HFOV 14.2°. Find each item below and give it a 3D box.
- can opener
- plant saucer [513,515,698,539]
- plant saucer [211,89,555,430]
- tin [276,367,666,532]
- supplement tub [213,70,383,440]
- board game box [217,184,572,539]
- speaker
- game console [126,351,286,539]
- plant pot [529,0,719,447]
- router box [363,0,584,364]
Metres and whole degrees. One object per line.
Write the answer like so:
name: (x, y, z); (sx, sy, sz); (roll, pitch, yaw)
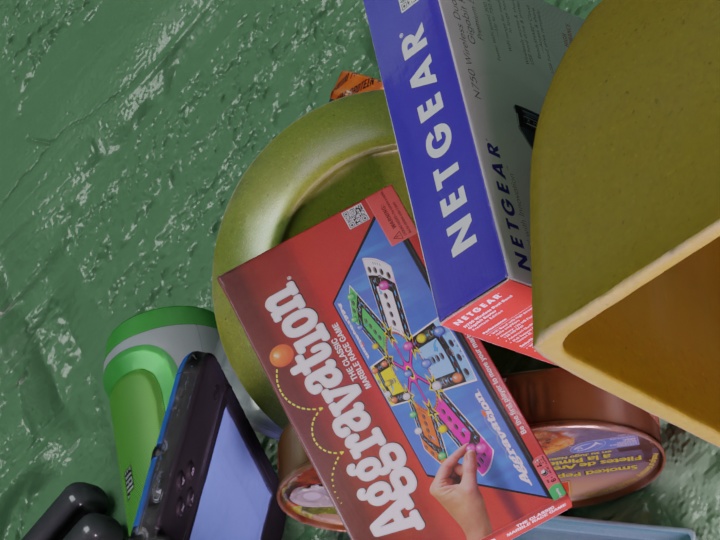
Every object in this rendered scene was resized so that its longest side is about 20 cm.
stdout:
can opener: (-0.230, 0.209, 1.777); (0.200, 0.067, 0.053); (-49, 48, 22)
plant saucer: (0.096, 0.163, 1.503); (0.199, 0.019, 0.070); (2, 77, 45)
plant saucer: (0.023, 0.006, 1.509); (0.031, 0.199, 0.201); (-157, 88, -76)
tin: (0.055, 0.093, 1.467); (0.199, 0.112, 0.042); (-8, 59, 8)
supplement tub: (0.000, 0.000, 1.581); (0.122, 0.122, 0.201); (20, 90, 47)
board game box: (0.014, 0.058, 1.420); (0.103, 0.019, 0.200); (-28, 59, -1)
speaker: (-0.098, 0.124, 1.663); (0.088, 0.088, 0.201); (-33, 55, 33)
game console: (-0.037, 0.162, 1.481); (0.118, 0.200, 0.171); (7, 64, 15)
plant pot: (0.197, -0.056, 1.362); (0.194, 0.195, 0.201); (-35, 47, 32)
router box: (0.096, -0.046, 1.460); (0.049, 0.179, 0.201); (-34, 54, 33)
